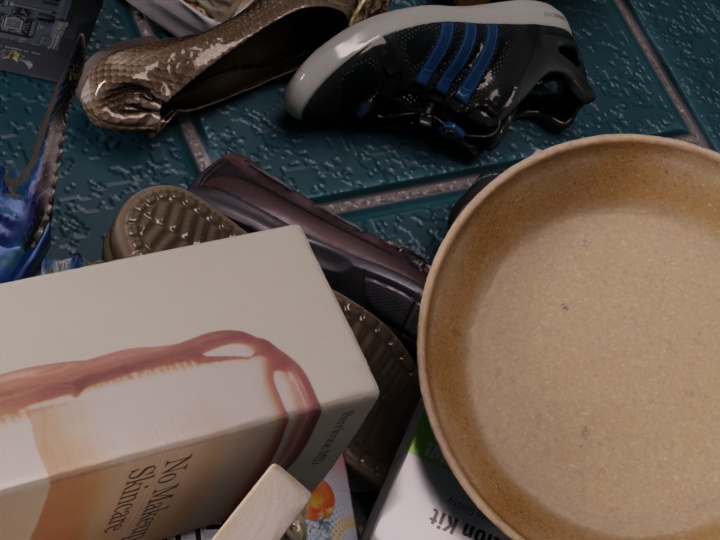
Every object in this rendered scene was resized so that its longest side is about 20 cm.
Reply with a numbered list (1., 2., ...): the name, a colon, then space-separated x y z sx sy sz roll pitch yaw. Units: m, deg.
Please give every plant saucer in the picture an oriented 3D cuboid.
1. plant saucer: 0.120 0.040 0.673 0.200 0.035 0.200 2 74 -7

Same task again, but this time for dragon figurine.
1. dragon figurine: -0.157 -0.002 0.696 0.099 0.059 0.200 41 90 27

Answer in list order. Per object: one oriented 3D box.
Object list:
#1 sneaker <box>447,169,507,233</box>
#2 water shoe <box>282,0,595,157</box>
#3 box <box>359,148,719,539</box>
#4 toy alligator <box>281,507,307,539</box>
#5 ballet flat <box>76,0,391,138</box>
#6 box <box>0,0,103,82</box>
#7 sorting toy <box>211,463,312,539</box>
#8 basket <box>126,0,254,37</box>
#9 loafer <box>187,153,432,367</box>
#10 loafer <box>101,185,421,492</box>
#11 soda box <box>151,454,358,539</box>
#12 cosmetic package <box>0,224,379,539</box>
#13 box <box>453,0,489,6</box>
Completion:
1. sneaker: 0.133 0.016 0.841 0.200 0.075 0.079 45 21 -10
2. water shoe: 0.053 -0.105 0.886 0.200 0.072 0.079 -16 69 -30
3. box: 0.109 0.065 0.704 0.156 0.041 0.200 25 73 0
4. toy alligator: -0.024 0.154 0.644 0.054 0.200 0.059 -10 43 13
5. ballet flat: -0.059 -0.118 0.846 0.200 0.067 0.046 -24 58 -28
6. box: -0.220 -0.167 0.752 0.200 0.158 0.051 12 63 -15
7. sorting toy: -0.087 0.194 0.552 0.070 0.200 0.199 38 53 2
8. basket: -0.069 -0.246 0.890 0.136 0.123 0.200 37 53 3
9. loafer: 0.000 0.000 0.799 0.200 0.072 0.063 28 48 -1
10. loafer: -0.047 0.038 0.756 0.200 0.068 0.076 43 53 -13
11. soda box: -0.105 0.118 0.676 0.200 0.068 0.064 3 59 -21
12. cosmetic package: -0.108 0.059 0.606 0.200 0.103 0.087 -14 63 -28
13. box: 0.130 -0.255 0.955 0.200 0.041 0.119 -23 63 14
